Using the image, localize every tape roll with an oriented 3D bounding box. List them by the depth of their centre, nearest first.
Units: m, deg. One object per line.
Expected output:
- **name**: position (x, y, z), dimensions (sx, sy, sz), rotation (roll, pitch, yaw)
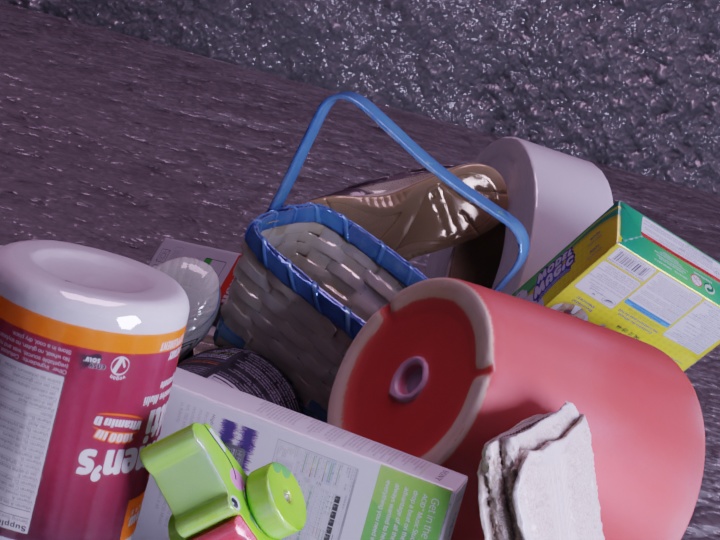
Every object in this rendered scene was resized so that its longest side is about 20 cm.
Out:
- **tape roll**: position (0.117, 0.001, 1.447), dimensions (0.070, 0.204, 0.203), rotation (15, 13, -18)

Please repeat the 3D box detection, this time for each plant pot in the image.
- **plant pot**: position (0.088, 0.103, 1.183), dimensions (0.177, 0.201, 0.200), rotation (31, 3, -35)

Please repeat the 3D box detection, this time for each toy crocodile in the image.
- **toy crocodile**: position (-0.049, 0.165, 0.984), dimensions (0.067, 0.201, 0.062), rotation (-22, 22, 18)

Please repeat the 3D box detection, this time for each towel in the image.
- **towel**: position (0.110, 0.180, 1.038), dimensions (0.034, 0.202, 0.132), rotation (-7, 4, 24)

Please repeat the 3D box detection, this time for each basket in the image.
- **basket**: position (0.000, 0.000, 1.302), dimensions (0.176, 0.201, 0.139), rotation (41, 28, 13)

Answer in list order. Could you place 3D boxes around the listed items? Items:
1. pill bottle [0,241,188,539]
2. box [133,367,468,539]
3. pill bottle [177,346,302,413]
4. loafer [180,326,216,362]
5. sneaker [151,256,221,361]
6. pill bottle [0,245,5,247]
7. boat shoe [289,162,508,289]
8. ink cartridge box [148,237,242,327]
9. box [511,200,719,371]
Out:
- **pill bottle**: position (-0.166, 0.095, 1.005), dimensions (0.109, 0.202, 0.110), rotation (14, 13, -3)
- **box**: position (-0.051, 0.151, 1.062), dimensions (0.199, 0.145, 0.036), rotation (20, 16, 15)
- **pill bottle**: position (-0.116, 0.118, 1.203), dimensions (0.105, 0.107, 0.200), rotation (19, 14, 14)
- **loafer**: position (-0.112, 0.084, 1.440), dimensions (0.198, 0.076, 0.070), rotation (16, 28, 4)
- **sneaker**: position (-0.178, 0.065, 1.296), dimensions (0.072, 0.199, 0.073), rotation (51, -17, 13)
- **pill bottle**: position (-0.336, 0.024, 1.323), dimensions (0.199, 0.110, 0.109), rotation (3, 18, -42)
- **boat shoe**: position (0.013, -0.034, 1.415), dimensions (0.199, 0.072, 0.065), rotation (-19, 7, -2)
- **ink cartridge box**: position (-0.079, 0.032, 1.523), dimensions (0.199, 0.051, 0.109), rotation (11, -24, 48)
- **box**: position (0.161, 0.047, 1.306), dimensions (0.117, 0.200, 0.049), rotation (30, 41, -18)
